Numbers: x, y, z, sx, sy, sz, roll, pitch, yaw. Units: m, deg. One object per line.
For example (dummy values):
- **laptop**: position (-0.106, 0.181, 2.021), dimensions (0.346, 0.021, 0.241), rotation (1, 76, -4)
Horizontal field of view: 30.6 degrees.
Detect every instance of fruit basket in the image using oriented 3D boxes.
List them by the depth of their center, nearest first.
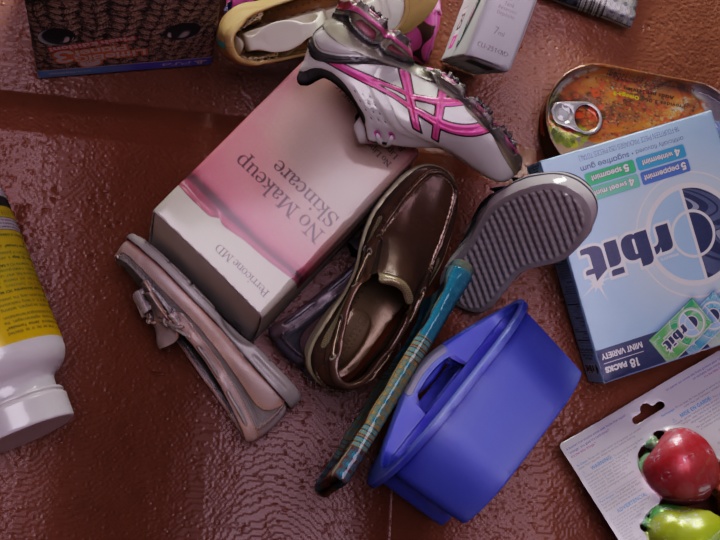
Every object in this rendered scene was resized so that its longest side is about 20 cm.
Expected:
- **fruit basket**: position (0.297, 0.195, 1.138), dimensions (0.184, 0.094, 0.201), rotation (-28, 66, -16)

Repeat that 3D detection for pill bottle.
- **pill bottle**: position (-0.303, 0.039, 1.045), dimensions (0.111, 0.113, 0.202), rotation (-22, 80, -14)

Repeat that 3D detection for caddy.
- **caddy**: position (0.086, 0.113, 1.081), dimensions (0.105, 0.141, 0.200), rotation (41, 72, -1)

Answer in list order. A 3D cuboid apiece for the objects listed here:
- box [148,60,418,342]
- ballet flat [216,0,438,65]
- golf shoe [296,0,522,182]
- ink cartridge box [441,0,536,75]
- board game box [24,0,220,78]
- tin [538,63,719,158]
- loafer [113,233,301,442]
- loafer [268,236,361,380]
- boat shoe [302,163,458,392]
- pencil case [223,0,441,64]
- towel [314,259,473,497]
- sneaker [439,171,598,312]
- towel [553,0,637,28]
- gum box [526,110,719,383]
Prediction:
- **box**: position (-0.066, -0.061, 1.114), dimensions (0.128, 0.109, 0.200), rotation (42, 72, 2)
- **ballet flat**: position (-0.023, -0.209, 1.110), dimensions (0.198, 0.063, 0.069), rotation (-17, 110, -1)
- **golf shoe**: position (0.041, -0.129, 1.067), dimensions (0.199, 0.073, 0.092), rotation (39, 97, 0)
- **ink cartridge box**: position (0.127, -0.256, 1.125), dimensions (0.043, 0.200, 0.175), rotation (20, 97, -4)
- **board game box**: position (-0.200, -0.247, 1.090), dimensions (0.157, 0.200, 0.098), rotation (-7, 78, -11)
- **tin**: position (0.262, -0.125, 1.227), dimensions (0.197, 0.042, 0.113), rotation (10, 71, -8)
- **loafer**: position (-0.138, 0.057, 1.096), dimensions (0.200, 0.072, 0.063), rotation (44, 80, 0)
- **loafer**: position (0.000, 0.000, 1.133), dimensions (0.063, 0.072, 0.201), rotation (37, 76, 5)
- **boat shoe**: position (0.028, 0.009, 1.061), dimensions (0.074, 0.075, 0.204), rotation (27, 87, -17)
- **pencil case**: position (-0.023, -0.242, 1.176), dimensions (0.197, 0.094, 0.092), rotation (8, 63, -9)
- **towel**: position (0.025, 0.090, 1.073), dimensions (0.022, 0.147, 0.201), rotation (32, 74, 2)
- **sneaker**: position (0.136, -0.041, 1.101), dimensions (0.078, 0.200, 0.080), rotation (40, 55, -6)
- **towel**: position (0.202, -0.353, 1.282), dimensions (0.190, 0.035, 0.202), rotation (20, 76, -1)
- **gum box**: position (0.257, -0.021, 1.171), dimensions (0.168, 0.045, 0.202), rotation (-16, 91, -9)
